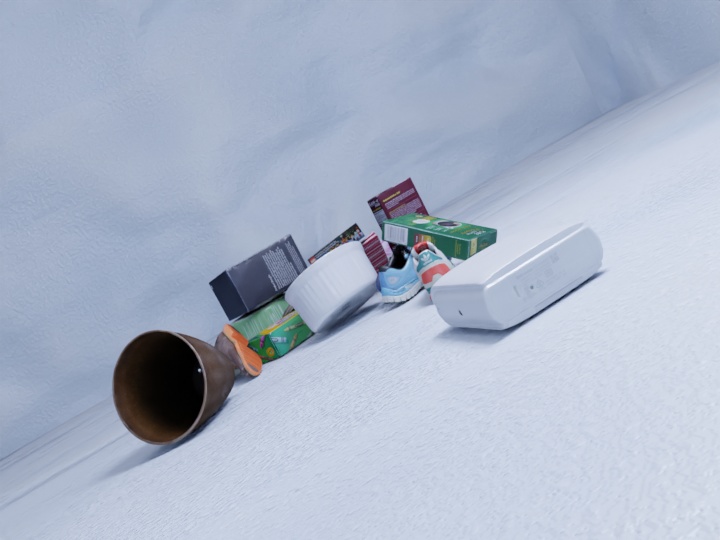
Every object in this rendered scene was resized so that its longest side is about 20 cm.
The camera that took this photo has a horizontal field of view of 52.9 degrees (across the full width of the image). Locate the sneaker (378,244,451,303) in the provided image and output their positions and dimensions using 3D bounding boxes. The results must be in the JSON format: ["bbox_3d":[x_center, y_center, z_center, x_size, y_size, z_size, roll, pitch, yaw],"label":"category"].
[{"bbox_3d":[0.108,-0.016,1.416,0.077,0.092,0.199,-5,22,45],"label":"sneaker"}]

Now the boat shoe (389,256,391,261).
[{"bbox_3d":[0.138,-0.048,1.774,0.199,0.073,0.072,-33,7,-40],"label":"boat shoe"}]

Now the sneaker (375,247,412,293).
[{"bbox_3d":[0.082,0.010,1.513,0.082,0.075,0.199,-37,-1,37],"label":"sneaker"}]

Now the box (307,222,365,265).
[{"bbox_3d":[-0.055,-0.053,1.670,0.135,0.038,0.200,-37,3,0],"label":"box"}]

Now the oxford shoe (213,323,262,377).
[{"bbox_3d":[-0.266,0.189,1.548,0.073,0.071,0.200,-50,29,-1],"label":"oxford shoe"}]

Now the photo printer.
[{"bbox_3d":[0.181,0.008,0.894,0.164,0.071,0.200,-30,5,-14],"label":"photo printer"}]

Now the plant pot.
[{"bbox_3d":[-0.311,0.200,1.303,0.184,0.190,0.200,-27,-10,14],"label":"plant pot"}]

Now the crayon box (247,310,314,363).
[{"bbox_3d":[-0.160,0.137,1.654,0.118,0.059,0.199,-25,6,46],"label":"crayon box"}]

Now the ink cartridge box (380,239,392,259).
[{"bbox_3d":[0.046,-0.034,1.906,0.194,0.044,0.199,-31,32,-16],"label":"ink cartridge box"}]

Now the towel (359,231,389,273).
[{"bbox_3d":[0.000,0.000,1.683,0.143,0.023,0.201,-36,-30,-5],"label":"towel"}]

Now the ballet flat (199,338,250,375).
[{"bbox_3d":[-0.287,0.217,1.635,0.064,0.072,0.199,6,26,29],"label":"ballet flat"}]

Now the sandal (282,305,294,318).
[{"bbox_3d":[-0.136,0.064,1.814,0.054,0.083,0.201,17,55,38],"label":"sandal"}]

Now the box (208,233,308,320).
[{"bbox_3d":[-0.261,0.022,1.853,0.196,0.125,0.199,-30,3,-26],"label":"box"}]

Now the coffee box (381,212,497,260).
[{"bbox_3d":[0.151,-0.067,1.395,0.196,0.045,0.122,14,19,33],"label":"coffee box"}]

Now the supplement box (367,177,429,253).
[{"bbox_3d":[0.110,-0.099,1.685,0.108,0.203,0.061,-29,5,-27],"label":"supplement box"}]

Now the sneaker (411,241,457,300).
[{"bbox_3d":[0.131,-0.012,1.273,0.069,0.095,0.200,-27,5,10],"label":"sneaker"}]

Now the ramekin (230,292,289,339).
[{"bbox_3d":[-0.240,0.140,1.859,0.197,0.099,0.200,-29,5,2],"label":"ramekin"}]

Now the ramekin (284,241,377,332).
[{"bbox_3d":[-0.052,0.040,1.509,0.199,0.098,0.201,-36,-12,-9],"label":"ramekin"}]
